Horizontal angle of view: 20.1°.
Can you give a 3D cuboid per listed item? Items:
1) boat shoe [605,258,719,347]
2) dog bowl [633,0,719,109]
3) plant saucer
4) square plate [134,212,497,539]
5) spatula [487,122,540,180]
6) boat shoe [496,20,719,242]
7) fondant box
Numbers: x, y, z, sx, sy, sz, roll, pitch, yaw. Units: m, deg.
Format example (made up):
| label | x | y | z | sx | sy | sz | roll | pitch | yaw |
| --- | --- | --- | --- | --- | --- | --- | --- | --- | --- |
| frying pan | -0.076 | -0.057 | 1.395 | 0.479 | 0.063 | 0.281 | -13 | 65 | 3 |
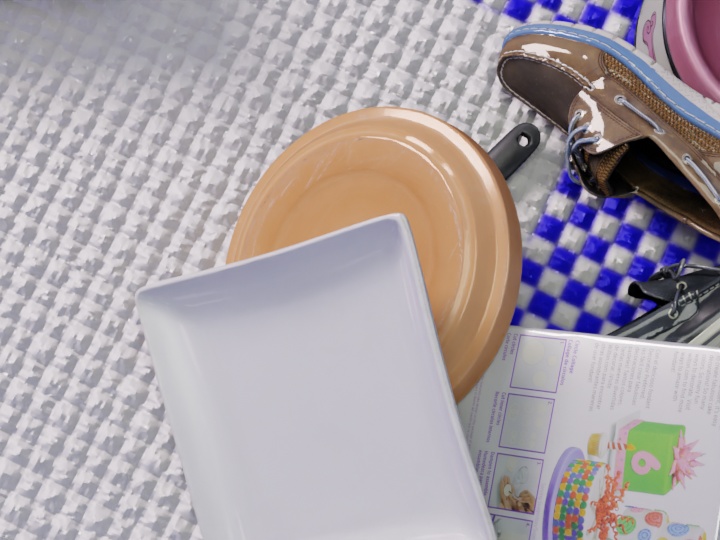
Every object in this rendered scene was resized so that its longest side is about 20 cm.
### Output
| label | x | y | z | sx | sy | sz | roll | pitch | yaw |
| --- | --- | --- | --- | --- | --- | --- | --- | --- | --- |
| boat shoe | 0.190 | 0.024 | 1.208 | 0.200 | 0.075 | 0.062 | -38 | 83 | -4 |
| dog bowl | 0.272 | -0.147 | 1.253 | 0.199 | 0.074 | 0.201 | 0 | 75 | 0 |
| plant saucer | 0.000 | 0.000 | 1.190 | 0.200 | 0.032 | 0.201 | -10 | 71 | 31 |
| square plate | -0.024 | 0.083 | 1.152 | 0.199 | 0.028 | 0.199 | -15 | 92 | 35 |
| spatula | 0.040 | -0.020 | 1.248 | 0.057 | 0.021 | 0.200 | 45 | 77 | -1 |
| boat shoe | 0.158 | -0.084 | 1.218 | 0.200 | 0.072 | 0.072 | 29 | 58 | 23 |
| fondant box | 0.125 | 0.110 | 1.128 | 0.199 | 0.058 | 0.145 | 5 | 80 | 37 |
